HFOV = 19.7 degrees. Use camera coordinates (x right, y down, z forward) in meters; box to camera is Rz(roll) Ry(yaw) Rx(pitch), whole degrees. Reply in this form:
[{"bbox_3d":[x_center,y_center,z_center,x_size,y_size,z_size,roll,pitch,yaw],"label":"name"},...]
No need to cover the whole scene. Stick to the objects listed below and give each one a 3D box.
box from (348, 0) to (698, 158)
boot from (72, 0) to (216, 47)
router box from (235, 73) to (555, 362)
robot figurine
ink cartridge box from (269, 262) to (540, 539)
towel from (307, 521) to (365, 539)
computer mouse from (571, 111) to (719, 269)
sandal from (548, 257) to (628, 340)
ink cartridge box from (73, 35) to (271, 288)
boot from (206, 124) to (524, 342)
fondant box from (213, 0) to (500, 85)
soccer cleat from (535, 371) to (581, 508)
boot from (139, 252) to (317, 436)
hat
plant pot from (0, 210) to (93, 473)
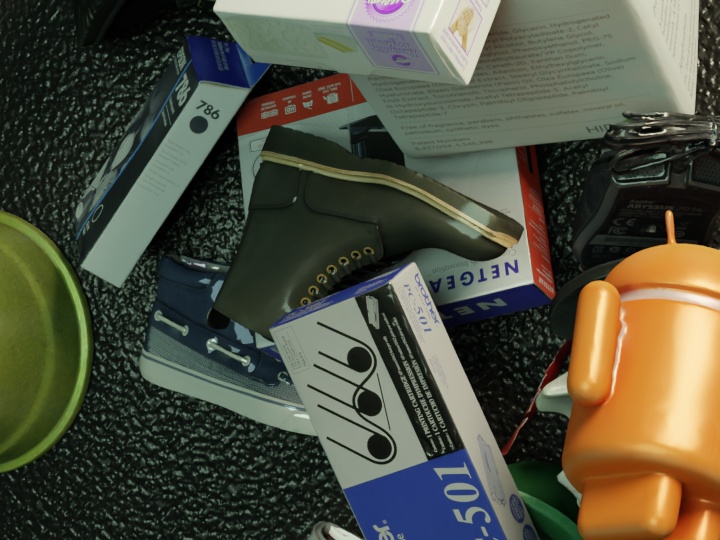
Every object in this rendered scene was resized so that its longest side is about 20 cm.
[{"bbox_3d":[0.095,-0.201,1.276,0.198,0.171,0.200,-5,60,22],"label":"box"},{"bbox_3d":[-0.117,-0.207,1.445,0.156,0.211,0.080,-5,87,-20],"label":"boot"},{"bbox_3d":[0.021,-0.047,1.385,0.198,0.049,0.181,-14,69,20],"label":"router box"},{"bbox_3d":[0.184,0.072,1.213,0.143,0.117,0.201,14,67,1],"label":"robot figurine"},{"bbox_3d":[0.029,0.105,1.279,0.093,0.044,0.201,-21,98,28],"label":"ink cartridge box"},{"bbox_3d":[0.023,0.284,1.388,0.190,0.032,0.201,34,134,18],"label":"towel"},{"bbox_3d":[0.191,-0.056,1.293,0.137,0.200,0.053,4,65,-12],"label":"computer mouse"},{"bbox_3d":[0.216,0.025,1.307,0.199,0.076,0.048,-6,50,13],"label":"sandal"},{"bbox_3d":[-0.133,-0.093,1.453,0.039,0.100,0.201,30,105,-22],"label":"ink cartridge box"},{"bbox_3d":[0.000,0.000,1.318,0.199,0.077,0.139,20,87,41],"label":"boot"},{"bbox_3d":[0.021,-0.209,1.173,0.143,0.058,0.201,9,68,30],"label":"fondant box"},{"bbox_3d":[0.171,0.146,1.279,0.086,0.070,0.201,-13,62,-20],"label":"soccer cleat"},{"bbox_3d":[-0.064,0.051,1.441,0.199,0.073,0.091,14,103,22],"label":"boot"},{"bbox_3d":[0.115,0.148,1.401,0.166,0.176,0.200,44,129,-14],"label":"hat"},{"bbox_3d":[-0.323,0.058,1.490,0.199,0.184,0.202,1,93,22],"label":"plant pot"}]
